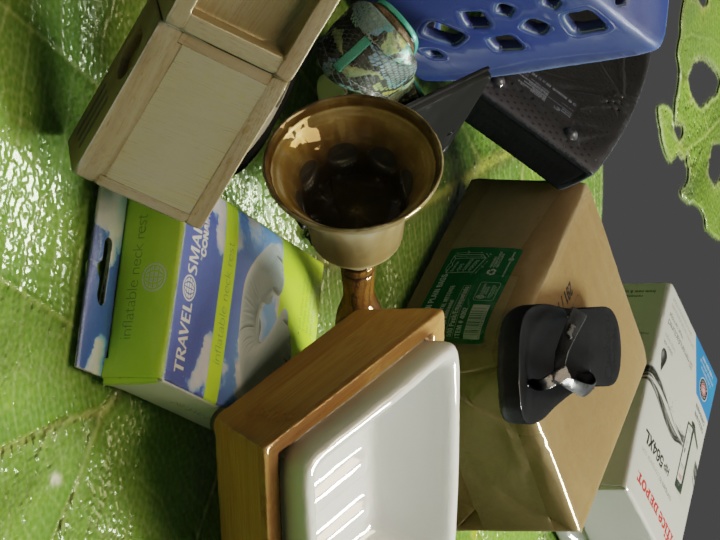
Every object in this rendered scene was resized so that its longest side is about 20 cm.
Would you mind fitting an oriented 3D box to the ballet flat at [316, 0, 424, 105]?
[{"bbox_3d":[0.000,-0.123,1.545,0.200,0.074,0.075,66,27,-78],"label":"ballet flat"}]

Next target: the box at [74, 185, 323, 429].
[{"bbox_3d":[-0.088,0.024,1.392,0.200,0.047,0.122,33,60,-60],"label":"box"}]

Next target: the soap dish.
[{"bbox_3d":[-0.015,0.131,1.417,0.157,0.081,0.201,-37,141,-37],"label":"soap dish"}]

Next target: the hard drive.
[{"bbox_3d":[0.138,-0.143,1.777,0.135,0.042,0.200,36,36,-4],"label":"hard drive"}]

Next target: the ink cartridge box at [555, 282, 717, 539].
[{"bbox_3d":[0.218,0.132,1.958,0.146,0.084,0.201,58,39,-46],"label":"ink cartridge box"}]

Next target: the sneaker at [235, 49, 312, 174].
[{"bbox_3d":[-0.054,-0.132,1.442,0.088,0.075,0.201,58,39,-55],"label":"sneaker"}]

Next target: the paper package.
[{"bbox_3d":[0.117,0.061,1.738,0.200,0.103,0.191,-62,140,-44],"label":"paper package"}]

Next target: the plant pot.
[{"bbox_3d":[0.086,-0.253,1.596,0.180,0.199,0.201,26,66,-53],"label":"plant pot"}]

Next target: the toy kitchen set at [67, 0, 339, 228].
[{"bbox_3d":[-0.126,-0.171,1.319,0.163,0.181,0.200,24,22,-22],"label":"toy kitchen set"}]

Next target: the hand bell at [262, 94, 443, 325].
[{"bbox_3d":[0.000,0.000,1.447,0.200,0.104,0.104,86,20,-51],"label":"hand bell"}]

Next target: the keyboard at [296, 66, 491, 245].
[{"bbox_3d":[0.011,-0.067,1.554,0.200,0.021,0.127,-29,155,-57],"label":"keyboard"}]

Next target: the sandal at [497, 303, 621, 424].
[{"bbox_3d":[0.142,0.055,1.630,0.200,0.043,0.076,-18,104,-62],"label":"sandal"}]
